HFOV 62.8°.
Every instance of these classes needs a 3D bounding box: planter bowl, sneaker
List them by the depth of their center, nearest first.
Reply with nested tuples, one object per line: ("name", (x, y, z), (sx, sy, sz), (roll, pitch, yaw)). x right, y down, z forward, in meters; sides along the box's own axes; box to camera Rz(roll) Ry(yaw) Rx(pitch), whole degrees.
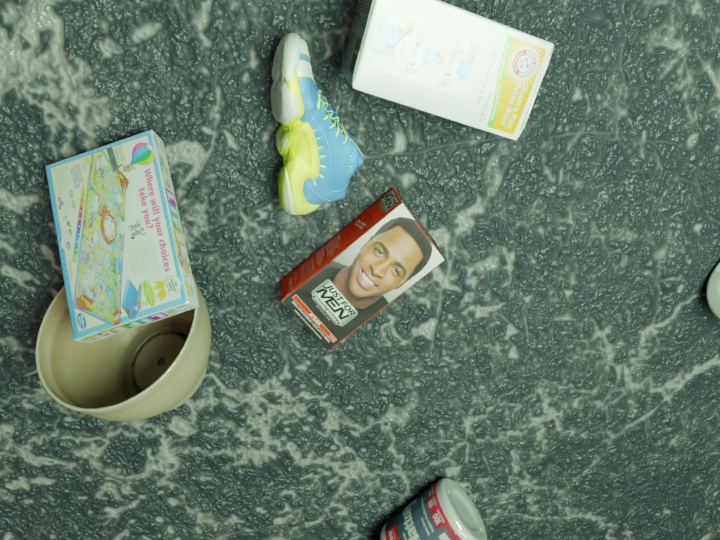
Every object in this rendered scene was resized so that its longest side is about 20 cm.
("sneaker", (-0.048, -0.166, 0.682), (0.102, 0.076, 0.205), (-8, 125, -17))
("planter bowl", (-0.263, 0.093, 0.719), (0.194, 0.205, 0.136), (-18, 147, 2))

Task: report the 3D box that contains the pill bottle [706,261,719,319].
("pill bottle", (0.612, 0.053, 0.850), (0.195, 0.115, 0.116), (23, 112, -18))

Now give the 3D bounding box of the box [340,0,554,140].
("box", (0.087, -0.229, 0.638), (0.194, 0.113, 0.104), (13, 113, -14))

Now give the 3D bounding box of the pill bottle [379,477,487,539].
("pill bottle", (0.099, 0.451, 0.972), (0.199, 0.120, 0.119), (-42, 114, 13))

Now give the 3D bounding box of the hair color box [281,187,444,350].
("hair color box", (0.000, 0.000, 0.769), (0.198, 0.062, 0.102), (-39, 114, 11))

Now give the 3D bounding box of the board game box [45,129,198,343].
("board game box", (-0.267, -0.039, 0.659), (0.130, 0.034, 0.206), (-16, 77, 2))
